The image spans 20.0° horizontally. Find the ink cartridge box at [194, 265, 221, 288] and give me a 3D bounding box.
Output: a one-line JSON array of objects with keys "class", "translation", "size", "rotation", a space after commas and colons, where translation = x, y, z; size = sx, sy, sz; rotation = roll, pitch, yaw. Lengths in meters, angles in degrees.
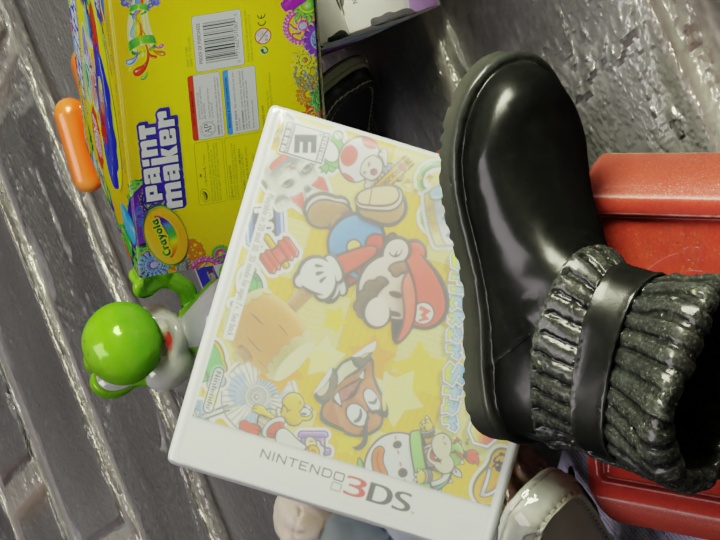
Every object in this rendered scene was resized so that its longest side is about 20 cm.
[{"class": "ink cartridge box", "translation": [-0.108, -0.024, 1.635], "size": [0.202, 0.039, 0.099], "rotation": [67, 155, 4]}]

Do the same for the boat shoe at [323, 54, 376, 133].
[{"class": "boat shoe", "translation": [-0.014, -0.065, 1.391], "size": [0.065, 0.073, 0.201], "rotation": [47, 151, 20]}]

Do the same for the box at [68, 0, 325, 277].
[{"class": "box", "translation": [-0.104, -0.136, 1.232], "size": [0.193, 0.121, 0.202], "rotation": [-121, 24, -58]}]

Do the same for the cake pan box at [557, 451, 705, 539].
[{"class": "cake pan box", "translation": [0.185, 0.127, 1.134], "size": [0.200, 0.052, 0.185], "rotation": [50, 146, 37]}]

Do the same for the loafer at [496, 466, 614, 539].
[{"class": "loafer", "translation": [0.125, 0.179, 1.134], "size": [0.070, 0.070, 0.201], "rotation": [37, 163, 36]}]

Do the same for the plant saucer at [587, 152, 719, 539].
[{"class": "plant saucer", "translation": [0.176, 0.042, 1.025], "size": [0.199, 0.036, 0.202], "rotation": [4, 98, 55]}]

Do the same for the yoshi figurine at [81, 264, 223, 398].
[{"class": "yoshi figurine", "translation": [-0.124, 0.039, 1.509], "size": [0.112, 0.199, 0.113], "rotation": [58, -168, -35]}]

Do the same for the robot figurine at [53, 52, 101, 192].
[{"class": "robot figurine", "translation": [-0.150, -0.116, 1.539], "size": [0.117, 0.143, 0.202], "rotation": [-30, 77, 68]}]

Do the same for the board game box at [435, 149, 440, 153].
[{"class": "board game box", "translation": [0.000, 0.000, 1.246], "size": [0.019, 0.199, 0.103], "rotation": [38, 143, 22]}]

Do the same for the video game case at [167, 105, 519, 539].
[{"class": "video game case", "translation": [0.009, 0.032, 1.101], "size": [0.023, 0.180, 0.202], "rotation": [99, -173, -86]}]

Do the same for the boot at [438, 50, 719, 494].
[{"class": "boot", "translation": [0.119, -0.004, 1.001], "size": [0.157, 0.079, 0.214], "rotation": [5, 104, 57]}]

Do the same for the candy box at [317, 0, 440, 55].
[{"class": "candy box", "translation": [-0.043, -0.224, 1.323], "size": [0.200, 0.071, 0.169], "rotation": [-9, 100, 65]}]

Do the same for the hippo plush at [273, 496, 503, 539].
[{"class": "hippo plush", "translation": [0.038, 0.142, 1.314], "size": [0.160, 0.158, 0.202], "rotation": [2, 109, 64]}]

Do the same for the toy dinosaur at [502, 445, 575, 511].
[{"class": "toy dinosaur", "translation": [0.051, 0.054, 1.180], "size": [0.086, 0.134, 0.202], "rotation": [177, 88, -66]}]
